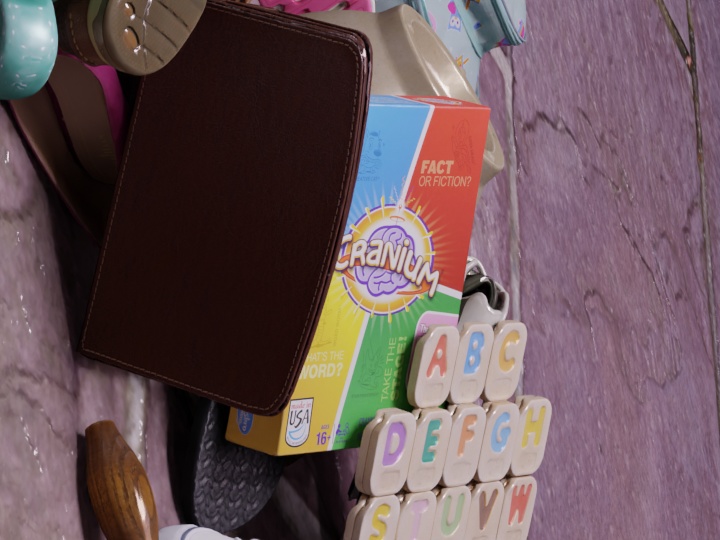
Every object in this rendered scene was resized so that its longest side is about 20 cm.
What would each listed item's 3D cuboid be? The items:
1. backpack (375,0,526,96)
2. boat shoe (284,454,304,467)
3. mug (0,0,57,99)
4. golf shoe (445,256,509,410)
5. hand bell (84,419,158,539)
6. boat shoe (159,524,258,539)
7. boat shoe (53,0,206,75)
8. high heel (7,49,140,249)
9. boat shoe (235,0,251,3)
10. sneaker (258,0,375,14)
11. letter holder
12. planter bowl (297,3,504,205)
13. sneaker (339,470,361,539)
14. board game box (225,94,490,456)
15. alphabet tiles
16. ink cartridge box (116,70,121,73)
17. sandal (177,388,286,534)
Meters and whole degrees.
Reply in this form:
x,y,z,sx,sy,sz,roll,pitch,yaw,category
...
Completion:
x,y,z,sx,sy,sz,roll,pitch,yaw,category
0.036,-0.204,2.101,0.176,0.153,0.200,62,29,-53,backpack
-0.031,0.067,1.840,0.066,0.074,0.200,50,14,1,boat shoe
-0.186,-0.185,1.429,0.152,0.114,0.185,40,60,-21,mug
0.060,0.032,1.883,0.077,0.088,0.200,42,15,-10,golf shoe
-0.107,0.170,1.538,0.104,0.104,0.200,33,34,-65,hand bell
-0.056,0.179,1.676,0.200,0.065,0.074,29,50,-67,boat shoe
-0.093,-0.180,1.525,0.200,0.067,0.072,-53,136,-31,boat shoe
-0.157,-0.080,1.559,0.200,0.067,0.096,35,52,-58,high heel
-0.093,-0.184,1.782,0.070,0.070,0.200,21,50,-25,boat shoe
-0.055,-0.229,1.909,0.200,0.074,0.087,51,16,-12,sneaker
-0.045,-0.033,1.581,0.100,0.142,0.201,4,101,-58,letter holder
0.003,-0.080,1.839,0.200,0.135,0.200,53,14,-20,planter bowl
0.021,0.148,1.905,0.074,0.088,0.200,31,49,-34,sneaker
0.000,0.000,1.708,0.153,0.040,0.201,-3,104,-51,board game box
0.053,0.127,1.776,0.200,0.015,0.196,-1,104,-57,alphabet tiles
-0.144,-0.167,1.647,0.200,0.068,0.115,49,32,-56,ink cartridge box
-0.074,0.054,1.719,0.075,0.045,0.201,24,69,-50,sandal
